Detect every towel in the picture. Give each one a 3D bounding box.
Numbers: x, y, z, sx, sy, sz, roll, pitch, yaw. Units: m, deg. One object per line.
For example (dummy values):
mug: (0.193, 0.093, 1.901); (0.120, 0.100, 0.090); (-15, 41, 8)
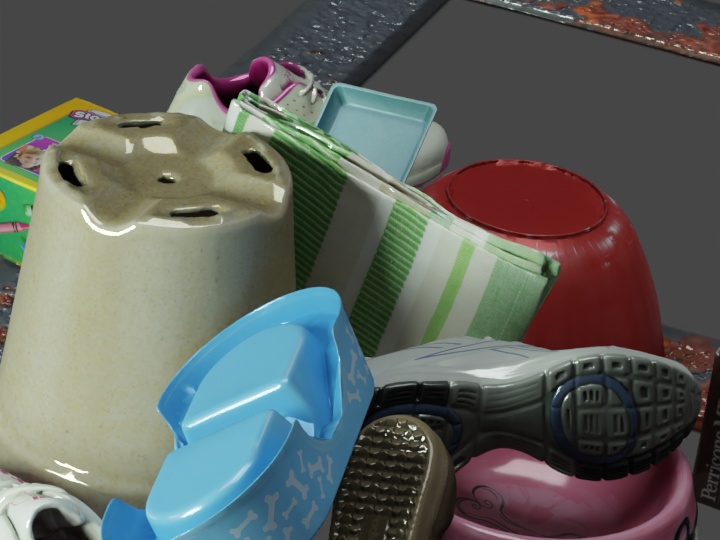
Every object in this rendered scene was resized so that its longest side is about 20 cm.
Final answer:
towel: (0.000, 0.000, 1.622); (0.200, 0.153, 0.023); (29, 44, 7)

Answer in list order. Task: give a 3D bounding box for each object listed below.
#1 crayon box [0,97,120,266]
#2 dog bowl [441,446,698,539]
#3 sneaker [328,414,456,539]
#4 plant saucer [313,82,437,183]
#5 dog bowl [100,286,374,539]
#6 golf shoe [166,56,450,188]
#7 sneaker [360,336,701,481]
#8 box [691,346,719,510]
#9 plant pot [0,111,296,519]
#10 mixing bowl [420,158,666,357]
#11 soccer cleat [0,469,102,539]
crayon box: (-0.137, -0.033, 1.799); (0.200, 0.058, 0.119); (23, 33, 27)
dog bowl: (0.088, 0.127, 1.546); (0.199, 0.074, 0.200); (5, 30, -3)
sneaker: (0.004, 0.172, 1.411); (0.070, 0.076, 0.201); (13, 67, 27)
plant saucer: (-0.019, -0.023, 1.738); (0.070, 0.019, 0.200); (14, 60, 17)
dog bowl: (-0.053, 0.086, 1.419); (0.111, 0.050, 0.200); (-25, 24, 27)
golf shoe: (-0.032, -0.091, 1.895); (0.199, 0.092, 0.075); (-4, 29, -21)
sneaker: (0.078, 0.061, 1.518); (0.199, 0.075, 0.087); (1, 24, -12)
box: (0.288, 0.102, 1.606); (0.199, 0.100, 0.075); (19, 31, 22)
plant pot: (-0.109, 0.023, 1.576); (0.200, 0.184, 0.201); (5, 28, -3)
mixing bowl: (0.092, 0.004, 1.734); (0.199, 0.109, 0.200); (6, 29, -3)
soccer cleat: (-0.169, 0.128, 1.463); (0.200, 0.087, 0.070); (29, 53, 34)
